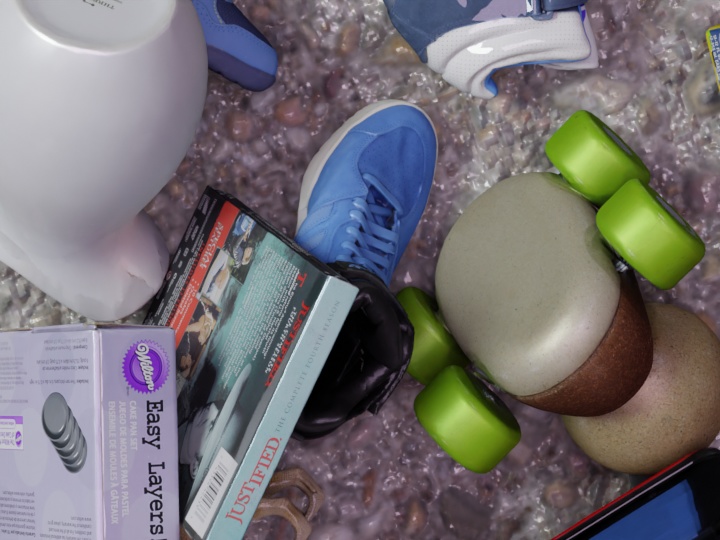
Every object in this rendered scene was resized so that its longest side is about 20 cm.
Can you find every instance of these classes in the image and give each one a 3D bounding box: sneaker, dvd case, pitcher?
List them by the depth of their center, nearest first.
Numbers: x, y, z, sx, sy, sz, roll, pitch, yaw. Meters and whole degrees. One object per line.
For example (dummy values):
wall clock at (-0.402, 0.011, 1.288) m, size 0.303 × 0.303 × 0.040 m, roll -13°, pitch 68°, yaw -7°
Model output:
dvd case at (-0.072, 0.046, 1.209) m, size 0.022 × 0.200 × 0.147 m, roll 23°, pitch 94°, yaw -23°
pitcher at (-0.166, -0.082, 1.212) m, size 0.171 × 0.200 × 0.122 m, roll 20°, pitch 52°, yaw 3°
sneaker at (0.001, 0.001, 1.241) m, size 0.077 × 0.111 × 0.200 m, roll 41°, pitch 74°, yaw -26°
sneaker at (-0.109, -0.177, 1.263) m, size 0.200 × 0.074 × 0.082 m, roll 45°, pitch 88°, yaw -6°
sneaker at (0.102, -0.183, 1.278) m, size 0.200 × 0.081 × 0.147 m, roll -37°, pitch 103°, yaw -4°

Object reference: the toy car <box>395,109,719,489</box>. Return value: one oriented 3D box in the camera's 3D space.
toy car at (0.139, 0.048, 1.280) m, size 0.164 × 0.158 × 0.200 m, roll -45°, pitch 121°, yaw 12°

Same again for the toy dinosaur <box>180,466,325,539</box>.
toy dinosaur at (-0.071, 0.113, 1.289) m, size 0.101 × 0.058 × 0.200 m, roll 33°, pitch 91°, yaw -4°

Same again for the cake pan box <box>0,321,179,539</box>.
cake pan box at (-0.157, 0.121, 1.215) m, size 0.052 × 0.200 × 0.185 m, roll 2°, pitch 85°, yaw -33°

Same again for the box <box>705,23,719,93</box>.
box at (0.250, -0.043, 1.286) m, size 0.064 × 0.070 × 0.201 m, roll -16°, pitch 94°, yaw -28°

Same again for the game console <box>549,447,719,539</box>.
game console at (0.136, 0.207, 1.277) m, size 0.199 × 0.119 × 0.173 m, roll -31°, pitch 94°, yaw -1°
